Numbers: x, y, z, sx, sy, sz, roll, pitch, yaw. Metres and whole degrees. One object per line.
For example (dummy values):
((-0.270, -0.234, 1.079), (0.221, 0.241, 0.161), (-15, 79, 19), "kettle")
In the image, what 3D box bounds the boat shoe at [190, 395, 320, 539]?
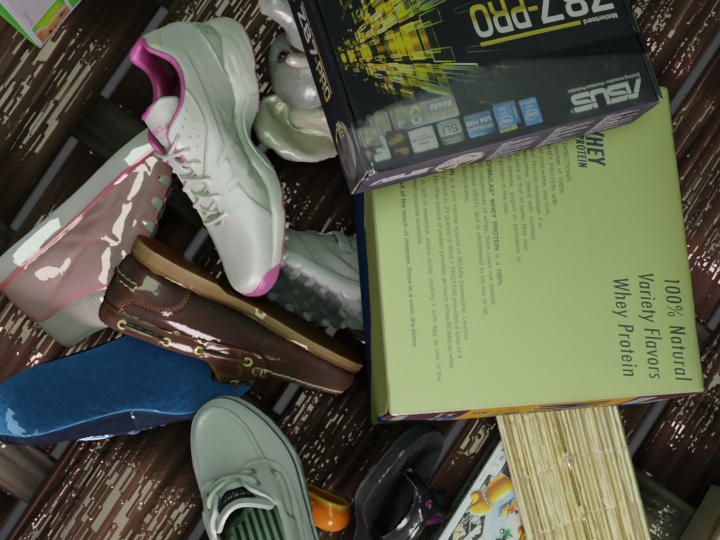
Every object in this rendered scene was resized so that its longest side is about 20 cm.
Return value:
((-0.069, 0.160, 0.767), (0.073, 0.067, 0.201), (-38, 57, 6), "boat shoe")

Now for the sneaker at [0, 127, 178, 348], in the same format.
((-0.173, -0.025, 0.861), (0.200, 0.075, 0.105), (-42, 92, -2), "sneaker")

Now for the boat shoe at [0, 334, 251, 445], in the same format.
((-0.179, 0.083, 0.852), (0.198, 0.069, 0.085), (-3, 72, -26), "boat shoe")

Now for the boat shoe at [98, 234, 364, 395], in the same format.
((-0.093, 0.047, 0.836), (0.199, 0.070, 0.071), (28, 95, -20), "boat shoe")

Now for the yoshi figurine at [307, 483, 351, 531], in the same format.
((-0.068, 0.258, 0.833), (0.111, 0.112, 0.202), (24, 88, -8), "yoshi figurine")

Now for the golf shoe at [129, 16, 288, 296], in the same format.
((-0.109, -0.078, 0.803), (0.091, 0.075, 0.202), (-7, 81, -39), "golf shoe")

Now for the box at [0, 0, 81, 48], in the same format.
((-0.225, -0.276, 0.809), (0.097, 0.200, 0.177), (41, 84, -1), "box")

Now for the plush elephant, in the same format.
((-0.006, -0.167, 0.836), (0.153, 0.200, 0.166), (-1, 63, 9), "plush elephant")

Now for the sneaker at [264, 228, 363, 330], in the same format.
((0.000, 0.000, 0.880), (0.198, 0.075, 0.083), (20, 60, -2), "sneaker")

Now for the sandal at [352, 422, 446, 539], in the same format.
((0.032, 0.177, 0.806), (0.075, 0.202, 0.048), (-34, 60, -32), "sandal")

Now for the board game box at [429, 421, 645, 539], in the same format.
((0.111, 0.234, 0.878), (0.126, 0.035, 0.201), (33, 85, -1), "board game box")

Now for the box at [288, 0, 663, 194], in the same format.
((0.064, -0.148, 0.690), (0.198, 0.049, 0.163), (-15, 83, -17), "box")

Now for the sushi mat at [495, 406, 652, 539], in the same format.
((0.158, 0.145, 0.862), (0.095, 0.012, 0.202), (-13, 85, -5), "sushi mat")

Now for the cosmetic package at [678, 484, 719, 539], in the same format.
((0.267, 0.276, 0.865), (0.105, 0.071, 0.201), (32, 86, 0), "cosmetic package")

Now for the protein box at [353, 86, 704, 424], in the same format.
((0.102, -0.005, 0.774), (0.197, 0.135, 0.201), (-4, 81, -5), "protein box")
